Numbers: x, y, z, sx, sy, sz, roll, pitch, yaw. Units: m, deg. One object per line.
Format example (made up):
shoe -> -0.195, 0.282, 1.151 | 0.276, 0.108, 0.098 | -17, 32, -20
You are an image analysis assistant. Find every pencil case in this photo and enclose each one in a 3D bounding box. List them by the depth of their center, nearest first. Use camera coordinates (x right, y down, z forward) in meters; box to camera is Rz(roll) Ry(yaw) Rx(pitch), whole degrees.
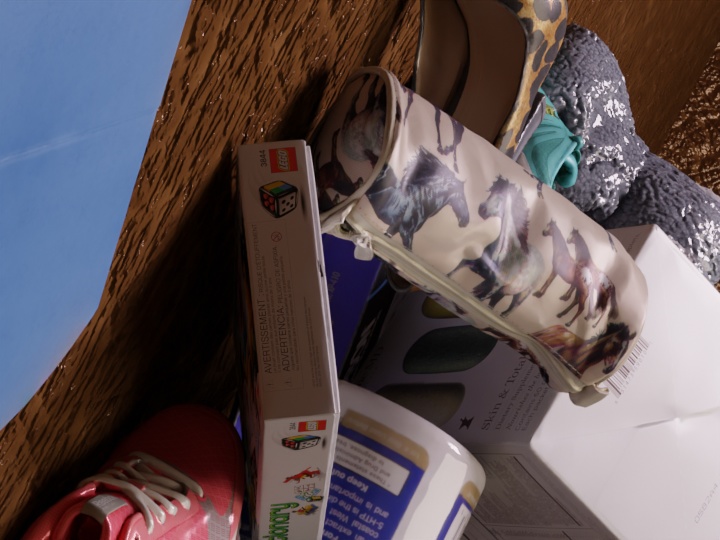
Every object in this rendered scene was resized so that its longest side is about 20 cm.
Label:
pencil case -> 0.056, -0.011, 1.047 | 0.078, 0.199, 0.090 | -10, -127, 50

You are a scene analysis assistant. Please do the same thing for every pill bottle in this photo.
pill bottle -> -0.029, 0.166, 1.106 | 0.201, 0.119, 0.120 | -62, 171, -15

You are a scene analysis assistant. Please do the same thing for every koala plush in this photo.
koala plush -> 0.170, -0.046, 1.484 | 0.184, 0.199, 0.177 | -58, 173, 24

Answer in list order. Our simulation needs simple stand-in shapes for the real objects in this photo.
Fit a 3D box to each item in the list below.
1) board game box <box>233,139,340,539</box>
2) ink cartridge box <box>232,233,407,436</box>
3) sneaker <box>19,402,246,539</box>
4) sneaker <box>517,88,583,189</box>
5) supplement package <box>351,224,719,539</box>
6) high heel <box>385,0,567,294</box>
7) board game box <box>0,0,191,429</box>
board game box -> -0.036, 0.044, 0.982 | 0.200, 0.034, 0.127 | 98, -14, -64
ink cartridge box -> 0.000, 0.000, 1.234 | 0.200, 0.043, 0.199 | -51, 166, -45
sneaker -> -0.101, 0.117, 0.922 | 0.200, 0.073, 0.087 | -56, 165, -43
sneaker -> 0.100, -0.080, 1.359 | 0.078, 0.079, 0.201 | 111, -10, -50
supplement package -> 0.111, 0.085, 1.228 | 0.199, 0.151, 0.152 | -6, -135, 55
high heel -> 0.045, -0.085, 1.072 | 0.143, 0.071, 0.201 | -57, 153, -27
board game box -> -0.105, -0.037, 0.569 | 0.158, 0.039, 0.201 | -30, 142, -64
